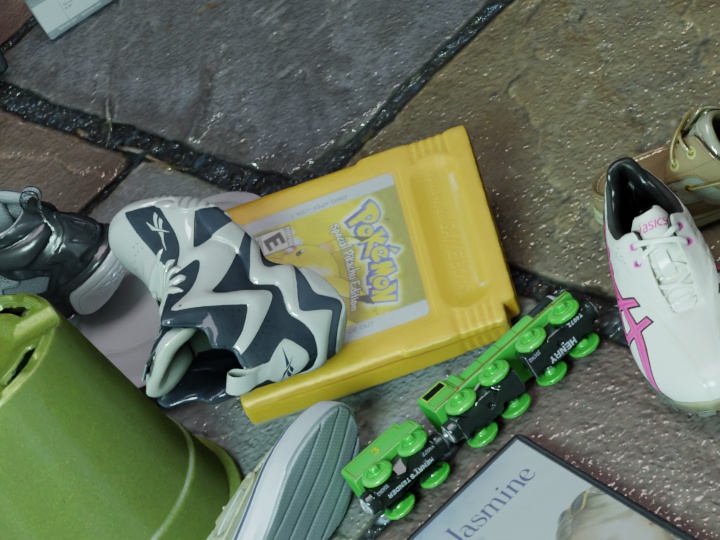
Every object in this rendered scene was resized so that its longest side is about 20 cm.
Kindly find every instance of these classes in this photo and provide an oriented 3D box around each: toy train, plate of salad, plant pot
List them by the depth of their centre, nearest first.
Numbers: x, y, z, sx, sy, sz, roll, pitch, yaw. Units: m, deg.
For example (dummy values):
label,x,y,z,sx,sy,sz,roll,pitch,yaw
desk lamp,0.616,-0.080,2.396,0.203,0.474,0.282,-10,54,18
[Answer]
label,x,y,z,sx,sy,sz,roll,pitch,yaw
toy train,0.071,0.084,1.410,0.200,0.042,0.056,-40,25,-12
plant pot,-0.207,0.122,1.442,0.199,0.190,0.201,-21,36,16
plate of salad,-0.138,0.022,1.640,0.199,0.048,0.201,-29,32,20

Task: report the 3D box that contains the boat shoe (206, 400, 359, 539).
label,x,y,z,sx,sy,sz,roll,pitch,yaw
boat shoe,-0.065,0.164,1.386,0.062,0.072,0.201,3,50,36

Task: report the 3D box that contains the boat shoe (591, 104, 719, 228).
label,x,y,z,sx,sy,sz,roll,pitch,yaw
boat shoe,0.239,-0.077,1.453,0.199,0.067,0.074,-13,38,25

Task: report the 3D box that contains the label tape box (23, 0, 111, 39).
label,x,y,z,sx,sy,sz,roll,pitch,yaw
label tape box,-0.288,-0.340,2.067,0.144,0.201,0.063,-33,34,-2

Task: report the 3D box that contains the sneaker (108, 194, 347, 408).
label,x,y,z,sx,sy,sz,roll,pitch,yaw
sneaker,-0.121,0.025,1.456,0.199,0.080,0.129,33,42,25

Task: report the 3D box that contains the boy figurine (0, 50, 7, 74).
label,x,y,z,sx,sy,sz,roll,pitch,yaw
boy figurine,-0.393,-0.142,2.025,0.124,0.065,0.201,-9,41,29

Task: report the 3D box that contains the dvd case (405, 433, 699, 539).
label,x,y,z,sx,sy,sz,roll,pitch,yaw
dvd case,0.104,0.180,1.281,0.143,0.018,0.200,-43,36,-14

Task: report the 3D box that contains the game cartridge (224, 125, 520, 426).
label,x,y,z,sx,sy,sz,roll,pitch,yaw
game cartridge,0.000,0.000,1.522,0.199,0.032,0.177,-21,51,8

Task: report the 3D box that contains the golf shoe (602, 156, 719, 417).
label,x,y,z,sx,sy,sz,roll,pitch,yaw
golf shoe,0.188,0.010,1.364,0.072,0.092,0.201,-26,36,5

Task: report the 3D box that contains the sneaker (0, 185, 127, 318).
label,x,y,z,sx,sy,sz,roll,pitch,yaw
sneaker,-0.264,0.006,1.656,0.200,0.114,0.076,-38,26,36
